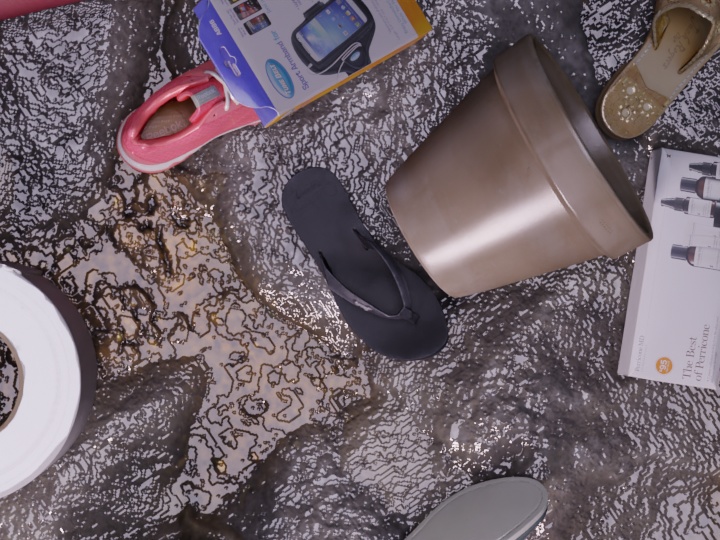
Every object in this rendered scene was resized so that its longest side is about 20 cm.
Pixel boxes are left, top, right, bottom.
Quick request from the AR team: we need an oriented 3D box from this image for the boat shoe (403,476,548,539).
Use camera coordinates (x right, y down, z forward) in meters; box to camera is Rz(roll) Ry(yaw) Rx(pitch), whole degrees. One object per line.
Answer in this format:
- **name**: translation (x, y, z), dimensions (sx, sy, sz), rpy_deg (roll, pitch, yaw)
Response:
- **boat shoe**: translation (0.081, 0.252, 1.596), dimensions (0.200, 0.073, 0.062), rpy_deg (-33, 134, -9)

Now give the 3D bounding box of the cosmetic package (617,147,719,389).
- **cosmetic package**: translation (0.282, -0.001, 1.602), dimensions (0.082, 0.051, 0.201), rpy_deg (8, 89, -2)

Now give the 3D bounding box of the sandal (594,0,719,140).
- **sandal**: translation (0.283, -0.204, 1.585), dimensions (0.077, 0.070, 0.212), rpy_deg (35, 83, -10)

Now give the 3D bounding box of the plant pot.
- **plant pot**: translation (0.124, -0.068, 1.540), dimensions (0.173, 0.200, 0.200), rpy_deg (-32, 91, 13)

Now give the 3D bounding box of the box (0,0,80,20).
- **box**: translation (-0.285, -0.289, 1.550), dimensions (0.199, 0.109, 0.129), rpy_deg (-15, 90, -2)

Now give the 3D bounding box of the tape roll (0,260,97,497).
- **tape roll**: translation (-0.326, 0.089, 1.529), dimensions (0.202, 0.139, 0.204), rpy_deg (0, 90, -2)

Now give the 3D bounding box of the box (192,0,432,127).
- **box**: translation (-0.048, -0.209, 1.557), dimensions (0.200, 0.041, 0.119), rpy_deg (-32, 91, -26)

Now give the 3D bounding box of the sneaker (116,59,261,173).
- **sneaker**: translation (-0.119, -0.147, 1.567), dimensions (0.200, 0.087, 0.074), rpy_deg (-33, 91, -3)

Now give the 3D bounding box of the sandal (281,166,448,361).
- **sandal**: translation (-0.001, 0.000, 1.592), dimensions (0.076, 0.043, 0.200), rpy_deg (-40, 91, -2)
